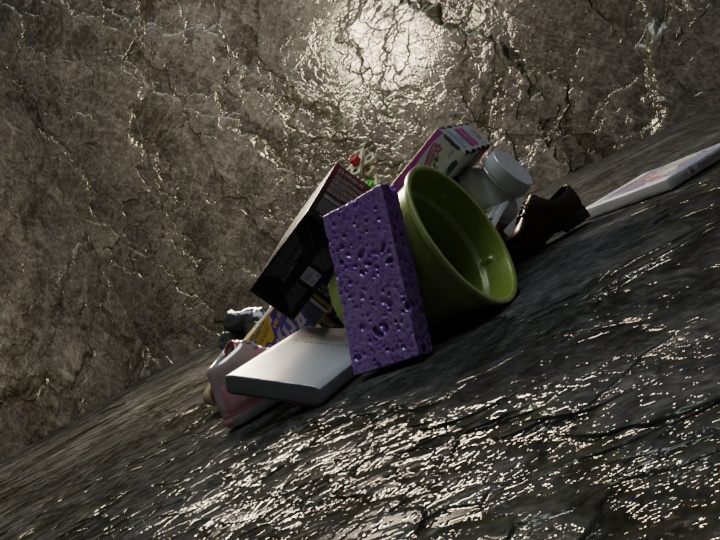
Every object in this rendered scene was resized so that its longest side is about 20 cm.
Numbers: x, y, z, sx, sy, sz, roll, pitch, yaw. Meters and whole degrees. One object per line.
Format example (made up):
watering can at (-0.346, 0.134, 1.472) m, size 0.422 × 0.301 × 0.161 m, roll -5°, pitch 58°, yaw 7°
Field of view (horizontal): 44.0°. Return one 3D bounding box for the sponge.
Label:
sponge at (0.017, 0.012, 1.042) m, size 0.030 × 0.202 × 0.111 m, roll -3°, pitch -14°, yaw -44°

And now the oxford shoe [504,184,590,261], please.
oxford shoe at (0.277, -0.076, 1.462) m, size 0.199 × 0.085 × 0.073 m, roll -33°, pitch 9°, yaw -19°

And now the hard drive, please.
hard drive at (-0.062, 0.116, 1.132) m, size 0.131 × 0.027 × 0.200 m, roll 4°, pitch 15°, yaw 25°

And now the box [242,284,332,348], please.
box at (-0.124, 0.097, 1.331) m, size 0.200 × 0.070 × 0.064 m, roll -50°, pitch 7°, yaw 19°

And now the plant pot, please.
plant pot at (0.064, 0.003, 1.130) m, size 0.184 × 0.201 × 0.200 m, roll -38°, pitch -3°, yaw 28°

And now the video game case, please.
video game case at (0.493, -0.150, 1.486) m, size 0.181 × 0.023 × 0.200 m, roll -28°, pitch 3°, yaw -31°

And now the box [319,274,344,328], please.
box at (0.000, 0.000, 1.434) m, size 0.164 × 0.086 × 0.200 m, roll -55°, pitch -5°, yaw -25°

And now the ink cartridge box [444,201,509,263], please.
ink cartridge box at (0.142, -0.012, 1.303) m, size 0.174 × 0.084 × 0.200 m, roll -22°, pitch 11°, yaw 24°

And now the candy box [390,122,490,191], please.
candy box at (0.126, -0.162, 1.419) m, size 0.137 × 0.061 × 0.200 m, roll -50°, pitch -7°, yaw 21°

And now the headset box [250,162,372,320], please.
headset box at (-0.060, -0.048, 1.235) m, size 0.149 × 0.077 × 0.200 m, roll -51°, pitch 9°, yaw 29°

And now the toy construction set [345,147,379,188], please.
toy construction set at (0.053, -0.119, 1.516) m, size 0.092 × 0.200 × 0.132 m, roll -16°, pitch 42°, yaw 50°

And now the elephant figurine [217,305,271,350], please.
elephant figurine at (-0.163, 0.121, 1.672) m, size 0.154 × 0.143 × 0.199 m, roll 9°, pitch 4°, yaw 30°

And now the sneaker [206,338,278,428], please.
sneaker at (-0.123, 0.125, 1.224) m, size 0.199 × 0.105 × 0.075 m, roll -28°, pitch -2°, yaw -36°

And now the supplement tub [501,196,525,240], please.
supplement tub at (0.222, -0.081, 1.734) m, size 0.199 × 0.123 × 0.122 m, roll -23°, pitch 4°, yaw 44°

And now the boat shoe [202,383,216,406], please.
boat shoe at (-0.176, 0.159, 1.480) m, size 0.199 × 0.072 × 0.064 m, roll -30°, pitch 5°, yaw -33°

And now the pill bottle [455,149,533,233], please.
pill bottle at (0.182, -0.093, 1.434) m, size 0.200 × 0.112 × 0.112 m, roll -51°, pitch -10°, yaw 28°
